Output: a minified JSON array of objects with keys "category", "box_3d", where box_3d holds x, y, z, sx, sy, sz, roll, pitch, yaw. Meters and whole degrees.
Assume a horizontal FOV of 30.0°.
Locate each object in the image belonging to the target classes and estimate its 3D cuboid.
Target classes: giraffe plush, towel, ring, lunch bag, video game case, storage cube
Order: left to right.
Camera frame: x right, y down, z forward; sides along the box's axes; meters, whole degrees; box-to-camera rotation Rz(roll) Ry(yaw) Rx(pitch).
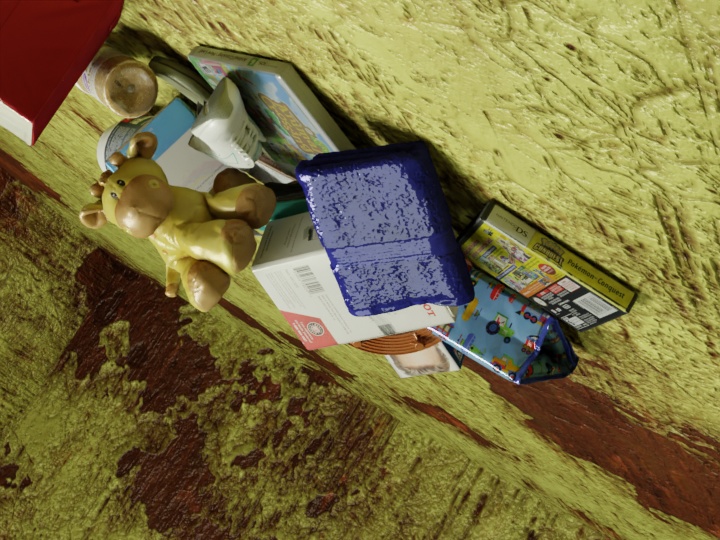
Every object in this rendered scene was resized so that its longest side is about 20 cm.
[{"category":"storage cube","box_3d":[-0.383,-0.267,1.486,0.170,0.181,0.200,34,169,-11]},{"category":"giraffe plush","box_3d":[-0.217,-0.068,1.517,0.162,0.174,0.199,34,163,-28]},{"category":"video game case","box_3d":[-0.080,-0.159,1.459,0.181,0.022,0.200,21,157,49]},{"category":"towel","box_3d":[0.028,-0.044,1.392,0.146,0.050,0.201,-7,128,19]},{"category":"ring","box_3d":[0.039,0.039,1.713,0.200,0.200,0.019,37,-148,-25]},{"category":"lunch bag","box_3d":[0.183,0.076,1.658,0.150,0.095,0.200,32,-177,25]},{"category":"video game case","box_3d":[0.192,0.000,1.447,0.180,0.026,0.200,32,170,0]}]

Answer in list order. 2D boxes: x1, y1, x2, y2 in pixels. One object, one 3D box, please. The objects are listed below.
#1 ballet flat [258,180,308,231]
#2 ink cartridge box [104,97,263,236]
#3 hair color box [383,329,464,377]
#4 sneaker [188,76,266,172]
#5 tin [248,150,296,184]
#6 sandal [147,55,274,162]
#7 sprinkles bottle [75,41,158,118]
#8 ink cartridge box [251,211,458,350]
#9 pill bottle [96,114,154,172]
[{"category":"ballet flat","box_3d":[-0.035,-0.085,1.567,0.198,0.069,0.068,2,131,14]},{"category":"ink cartridge box","box_3d":[-0.214,-0.105,1.716,0.200,0.125,0.129,49,176,-11]},{"category":"hair color box","box_3d":[0.056,0.054,1.790,0.099,0.061,0.200,-10,131,33]},{"category":"sneaker","box_3d":[-0.138,-0.154,1.455,0.080,0.071,0.200,33,174,-4]},{"category":"tin","box_3d":[-0.084,-0.119,1.683,0.199,0.042,0.112,28,173,22]},{"category":"sandal","box_3d":[-0.172,-0.180,1.595,0.200,0.058,0.080,33,170,-9]},{"category":"sprinkles bottle","box_3d":[-0.300,-0.233,1.616,0.068,0.068,0.200,38,178,-29]},{"category":"ink cartridge box","box_3d":[0.000,0.000,1.531,0.198,0.083,0.147,-12,131,26]},{"category":"pill bottle","box_3d":[-0.295,-0.159,1.887,0.119,0.120,0.199,39,168,-32]}]
